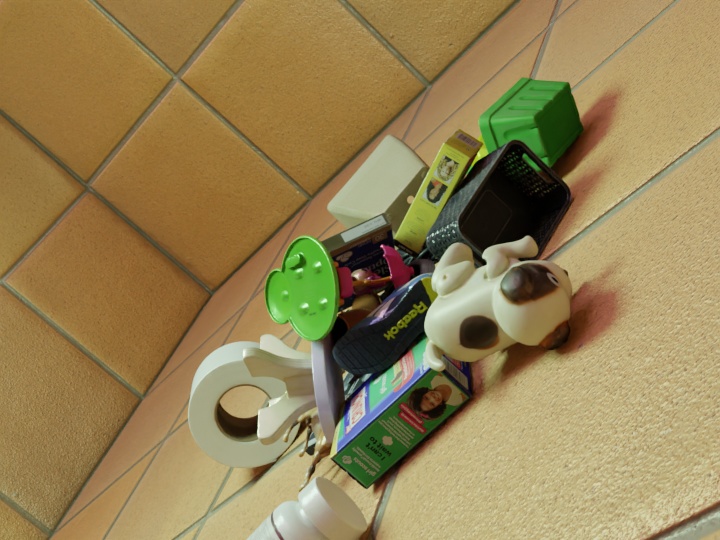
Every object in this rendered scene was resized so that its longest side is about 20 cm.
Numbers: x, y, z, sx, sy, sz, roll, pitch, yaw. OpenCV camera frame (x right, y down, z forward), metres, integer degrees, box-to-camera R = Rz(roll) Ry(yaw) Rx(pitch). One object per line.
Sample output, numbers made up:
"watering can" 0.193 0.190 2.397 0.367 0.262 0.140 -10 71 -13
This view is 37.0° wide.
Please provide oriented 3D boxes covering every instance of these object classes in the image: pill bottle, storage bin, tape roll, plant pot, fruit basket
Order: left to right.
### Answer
"tape roll" -0.211 0.241 1.960 0.203 0.203 0.139 -48 12 3
"pill bottle" -0.090 0.360 1.346 0.200 0.110 0.110 -47 11 7
"plant pot" 0.093 -0.121 2.086 0.200 0.200 0.177 -50 23 -6
"storage bin" 0.207 -0.078 1.606 0.200 0.135 0.094 -54 13 -27
"fruit basket" 0.254 -0.222 1.827 0.215 0.156 0.216 -20 19 7

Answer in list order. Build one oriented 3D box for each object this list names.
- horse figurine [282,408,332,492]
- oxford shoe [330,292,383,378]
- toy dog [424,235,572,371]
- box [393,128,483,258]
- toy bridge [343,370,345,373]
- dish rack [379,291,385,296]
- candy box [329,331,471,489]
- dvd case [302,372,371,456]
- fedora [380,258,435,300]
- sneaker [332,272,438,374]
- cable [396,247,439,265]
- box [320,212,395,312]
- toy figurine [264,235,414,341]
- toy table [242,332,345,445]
"horse figurine" -0.062 0.251 1.661 0.133 0.050 0.200 -55 25 15
"oxford shoe" -0.008 0.079 1.637 0.071 0.071 0.200 -51 13 24
"toy dog" 0.173 0.039 1.327 0.194 0.140 0.200 -37 14 -32
"box" 0.118 -0.118 1.674 0.075 0.050 0.200 -46 -15 -57
"toy bridge" 0.027 0.114 1.827 0.200 0.027 0.067 -37 -1 -16
"dish rack" 0.040 0.061 1.884 0.200 0.044 0.172 -37 -2 -13
"candy box" 0.056 0.179 1.478 0.200 0.077 0.169 -46 11 16
"dvd case" -0.008 0.205 1.767 0.150 0.025 0.200 -36 16 49
"fedora" 0.078 0.082 1.675 0.177 0.090 0.200 -33 26 57
"sneaker" 0.048 0.074 1.508 0.200 0.074 0.082 -36 9 18
"cable" 0.133 -0.056 1.840 0.163 0.051 0.200 -5 21 45
"box" 0.000 0.000 1.709 0.121 0.032 0.200 -25 -32 -9
"toy figurine" -0.016 0.023 1.592 0.184 0.151 0.200 -5 -7 -35
"toy table" -0.093 0.167 1.588 0.117 0.184 0.200 -11 37 8
